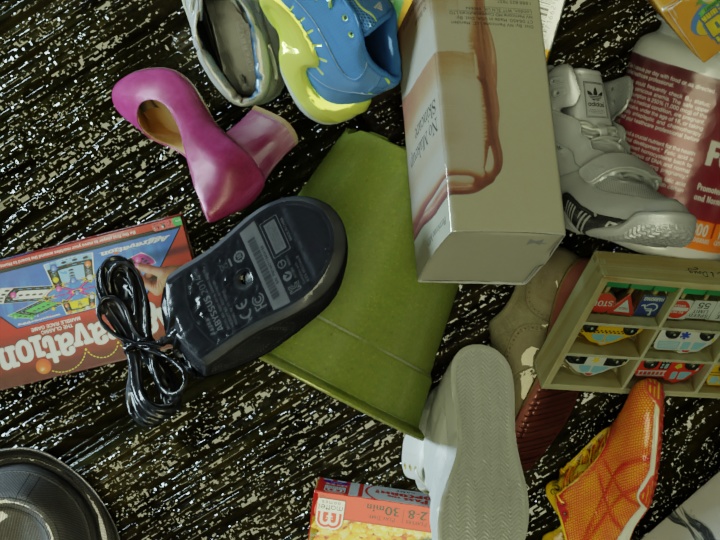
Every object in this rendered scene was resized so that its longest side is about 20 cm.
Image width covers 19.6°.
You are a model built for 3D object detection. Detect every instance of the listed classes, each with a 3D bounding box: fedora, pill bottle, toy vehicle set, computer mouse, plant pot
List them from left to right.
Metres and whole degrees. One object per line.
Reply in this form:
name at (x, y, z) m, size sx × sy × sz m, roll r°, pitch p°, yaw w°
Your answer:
fedora at (-0.285, 0.246, 1.671) m, size 0.177 × 0.090 × 0.200 m, roll 23°, pitch 100°, yaw 0°
computer mouse at (-0.088, 0.017, 1.486) m, size 0.200 × 0.053 × 0.139 m, roll -28°, pitch 63°, yaw 17°
plant pot at (0.000, 0.000, 1.582) m, size 0.200 × 0.200 × 0.190 m, roll 26°, pitch 87°, yaw -1°
toy vehicle set at (0.245, 0.044, 1.573) m, size 0.199 × 0.027 × 0.124 m, roll 4°, pitch 135°, yaw -20°
pill bottle at (0.248, -0.112, 1.571) m, size 0.114 × 0.114 × 0.201 m, roll 17°, pitch 100°, yaw 1°

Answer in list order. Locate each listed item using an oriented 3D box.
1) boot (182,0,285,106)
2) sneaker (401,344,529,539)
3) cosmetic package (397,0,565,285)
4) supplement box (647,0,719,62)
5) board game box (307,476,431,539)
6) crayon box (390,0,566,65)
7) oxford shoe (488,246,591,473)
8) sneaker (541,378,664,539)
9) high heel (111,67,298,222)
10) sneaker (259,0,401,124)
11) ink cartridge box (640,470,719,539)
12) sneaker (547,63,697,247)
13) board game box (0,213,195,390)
boot at (-0.105, -0.221, 1.584) m, size 0.073 × 0.096 × 0.200 m, roll -20°, pitch 97°, yaw 6°
sneaker at (0.077, 0.170, 1.601) m, size 0.073 × 0.116 × 0.200 m, roll 11°, pitch 63°, yaw -13°
cosmetic package at (0.083, -0.100, 1.488) m, size 0.087 × 0.103 × 0.201 m, roll 1°, pitch 67°, yaw -14°
supplement box at (0.219, -0.234, 1.511) m, size 0.066 × 0.200 × 0.069 m, roll -36°, pitch 128°, yaw 8°
board game box at (0.026, 0.277, 1.680) m, size 0.151 × 0.046 × 0.201 m, roll 7°, pitch 99°, yaw 2°
crayon box at (0.054, -0.208, 1.599) m, size 0.199 × 0.052 × 0.126 m, roll 16°, pitch 100°, yaw 0°
oxford shoe at (0.133, 0.072, 1.643) m, size 0.075 × 0.070 × 0.200 m, roll 29°, pitch 107°, yaw 30°
sneaker at (0.187, 0.166, 1.613) m, size 0.077 × 0.073 × 0.200 m, roll 18°, pitch 121°, yaw 1°
high heel at (-0.142, -0.092, 1.568) m, size 0.096 × 0.200 × 0.067 m, roll -47°, pitch 139°, yaw -24°
sneaker at (-0.029, -0.208, 1.527) m, size 0.105 × 0.076 × 0.200 m, roll -15°, pitch 111°, yaw 38°
ink cartridge box at (0.307, 0.231, 1.608) m, size 0.200 × 0.084 × 0.145 m, roll -42°, pitch 125°, yaw 8°
sneaker at (0.173, -0.085, 1.505) m, size 0.075 × 0.200 × 0.115 m, roll 6°, pitch 99°, yaw -34°
board game box at (-0.225, 0.028, 1.670) m, size 0.199 × 0.019 × 0.103 m, roll -14°, pitch 99°, yaw 5°
